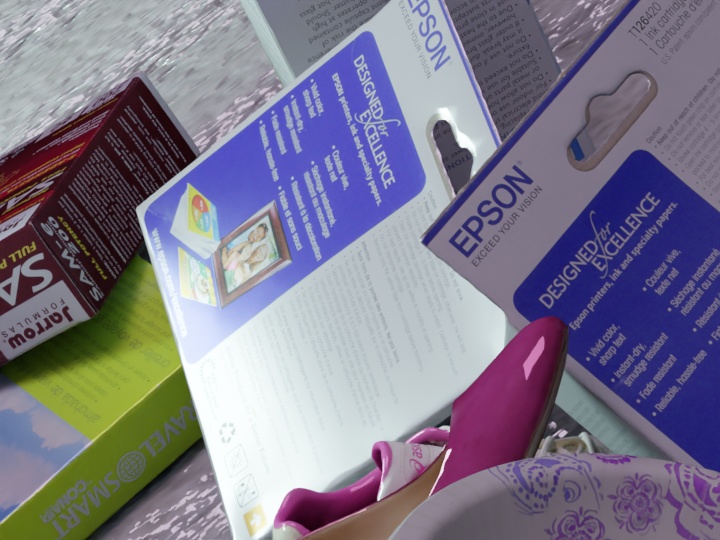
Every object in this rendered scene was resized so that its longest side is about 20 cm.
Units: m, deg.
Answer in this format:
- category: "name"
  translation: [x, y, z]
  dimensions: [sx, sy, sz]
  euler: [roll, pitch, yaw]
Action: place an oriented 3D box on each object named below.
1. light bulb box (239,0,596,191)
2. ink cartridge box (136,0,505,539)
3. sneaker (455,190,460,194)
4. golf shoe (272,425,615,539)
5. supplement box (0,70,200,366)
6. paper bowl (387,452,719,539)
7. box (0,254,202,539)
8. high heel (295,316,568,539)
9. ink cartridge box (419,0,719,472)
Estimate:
- category: "light bulb box"
  translation: [0.005, -0.142, 1.333]
  dimensions: [0.124, 0.200, 0.198]
  euler: [-28, 33, -1]
- category: "ink cartridge box"
  translation: [0.000, 0.000, 1.173]
  dimensions: [0.200, 0.043, 0.199]
  euler: [-38, 53, 27]
- category: "sneaker"
  translation: [0.017, -0.007, 1.239]
  dimensions: [0.200, 0.074, 0.080]
  euler: [22, 99, 44]
- category: "golf shoe"
  translation: [0.056, 0.098, 1.074]
  dimensions: [0.199, 0.092, 0.075]
  euler: [-26, 24, 5]
- category: "supplement box"
  translation: [-0.164, -0.021, 1.370]
  dimensions: [0.109, 0.061, 0.200]
  euler: [-29, 17, 23]
- category: "paper bowl"
  translation: [0.094, 0.161, 0.912]
  dimensions: [0.200, 0.105, 0.201]
  euler: [6, 34, -4]
- category: "box"
  translation: [-0.152, 0.082, 1.296]
  dimensions: [0.200, 0.048, 0.122]
  euler: [-41, 34, -16]
- category: "high heel"
  translation: [0.003, 0.090, 1.015]
  dimensions: [0.201, 0.096, 0.067]
  euler: [-62, -2, 14]
- category: "ink cartridge box"
  translation: [0.152, -0.007, 1.071]
  dimensions: [0.198, 0.200, 0.047]
  euler: [-48, -6, -24]
